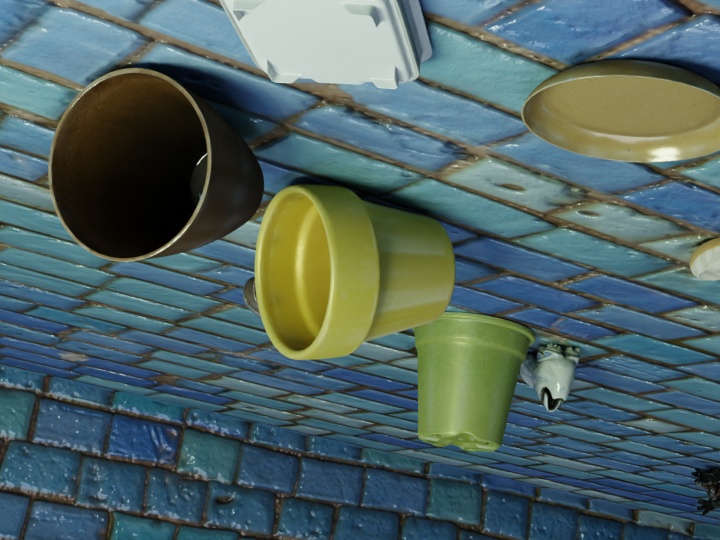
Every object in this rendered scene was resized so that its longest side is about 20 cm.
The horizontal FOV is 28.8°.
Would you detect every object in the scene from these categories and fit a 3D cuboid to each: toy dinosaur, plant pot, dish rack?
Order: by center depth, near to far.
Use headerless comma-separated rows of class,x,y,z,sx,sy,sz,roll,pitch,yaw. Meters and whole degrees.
dish rack,-0.032,-0.205,1.186,0.171,0.044,0.200,4,165,11
plant pot,0.247,-0.147,1.280,0.199,0.028,0.200,7,165,2
plant pot,-0.184,-0.097,1.443,0.186,0.188,0.200,1,177,25
plant pot,0.000,0.000,1.653,0.188,0.202,0.200,-2,171,-31
plant pot,0.165,0.180,2.183,0.199,0.185,0.200,7,164,2
toy dinosaur,0.807,0.468,3.099,0.135,0.103,0.200,-10,159,-29

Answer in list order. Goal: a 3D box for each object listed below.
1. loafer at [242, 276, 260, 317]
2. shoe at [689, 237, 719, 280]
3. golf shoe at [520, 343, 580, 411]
loafer,-0.070,0.036,2.029,0.199,0.073,0.071,8,155,-17
shoe,0.449,-0.009,1.613,0.070,0.054,0.200,15,163,-23
golf shoe,0.301,0.184,2.295,0.078,0.098,0.200,7,166,-3
